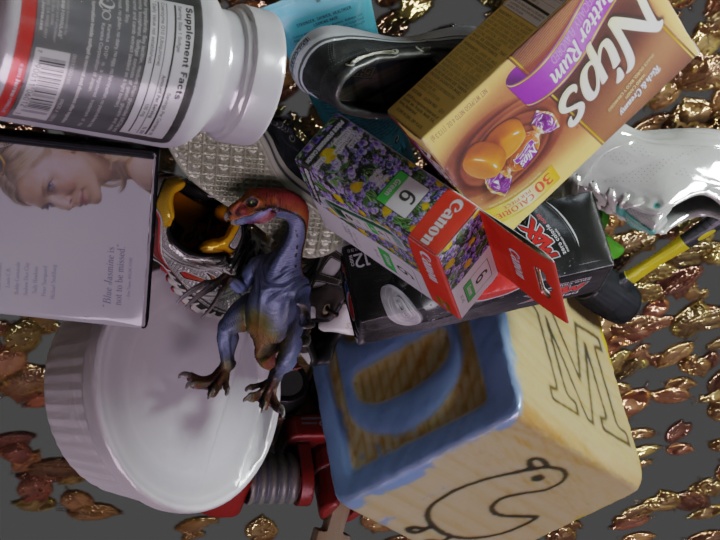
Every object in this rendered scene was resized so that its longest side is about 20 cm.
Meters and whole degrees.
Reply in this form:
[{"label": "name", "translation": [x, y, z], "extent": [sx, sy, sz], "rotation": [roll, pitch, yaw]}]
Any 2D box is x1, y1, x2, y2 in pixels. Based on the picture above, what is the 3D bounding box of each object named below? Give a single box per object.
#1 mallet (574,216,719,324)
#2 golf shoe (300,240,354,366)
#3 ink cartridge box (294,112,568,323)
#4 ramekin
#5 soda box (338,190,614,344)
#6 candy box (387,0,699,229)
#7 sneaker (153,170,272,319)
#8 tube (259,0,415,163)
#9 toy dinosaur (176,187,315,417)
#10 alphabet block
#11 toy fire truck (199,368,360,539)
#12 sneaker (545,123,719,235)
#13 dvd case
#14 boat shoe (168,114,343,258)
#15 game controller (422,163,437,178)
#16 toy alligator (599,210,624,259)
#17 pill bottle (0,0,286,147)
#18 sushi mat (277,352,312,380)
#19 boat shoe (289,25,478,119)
[{"label": "mallet", "translation": [0.277, -0.017, 1.670], "extent": [0.200, 0.041, 0.066], "rotation": [-30, 140, 19]}, {"label": "golf shoe", "translation": [0.000, 0.000, 1.558], "extent": [0.078, 0.095, 0.200], "rotation": [3, 144, -31]}, {"label": "ink cartridge box", "translation": [0.051, -0.021, 1.374], "extent": [0.050, 0.200, 0.109], "rotation": [-49, 155, -12]}, {"label": "ramekin", "translation": [-0.165, 0.094, 1.569], "extent": [0.094, 0.203, 0.202], "rotation": [-5, 157, 43]}, {"label": "soda box", "translation": [0.087, -0.001, 1.483], "extent": [0.199, 0.064, 0.071], "rotation": [-13, 164, -6]}, {"label": "candy box", "translation": [0.129, -0.131, 1.355], "extent": [0.200, 0.056, 0.117], "rotation": [-42, 128, -3]}, {"label": "sneaker", "translation": [-0.115, -0.015, 1.498], "extent": [0.082, 0.078, 0.200], "rotation": [2, 160, 39]}, {"label": "tube", "translation": [-0.008, -0.133, 1.416], "extent": [0.077, 0.050, 0.200], "rotation": [-23, 140, 0]}, {"label": "toy dinosaur", "translation": [-0.078, 0.014, 1.483], "extent": [0.105, 0.200, 0.182], "rotation": [19, 106, 0]}, {"label": "alphabet block", "translation": [0.095, 0.110, 1.657], "extent": [0.195, 0.197, 0.200], "rotation": [-29, 142, 27]}, {"label": "toy fire truck", "translation": [-0.076, 0.195, 1.700], "extent": [0.175, 0.200, 0.129], "rotation": [1, 142, -18]}, {"label": "sneaker", "translation": [0.208, -0.065, 1.531], "extent": [0.199, 0.089, 0.075], "rotation": [-2, 147, -2]}, {"label": "dvd case", "translation": [-0.249, -0.034, 1.417], "extent": [0.199, 0.018, 0.143], "rotation": [6, 114, -1]}, {"label": "boat shoe", "translation": [-0.080, -0.086, 1.449], "extent": [0.074, 0.062, 0.200], "rotation": [-26, 133, 26]}, {"label": "game controller", "translation": [0.120, -0.094, 1.469], "extent": [0.200, 0.042, 0.104], "rotation": [-38, 159, 16]}, {"label": "toy alligator", "translation": [0.139, -0.036, 1.572], "extent": [0.199, 0.059, 0.054], "rotation": [1, 115, -33]}, {"label": "pill bottle", "translation": [-0.159, -0.144, 1.293], "extent": [0.199, 0.116, 0.116], "rotation": [8, 141, -26]}, {"label": "sushi mat", "translation": [-0.143, 0.097, 1.730], "extent": [0.199, 0.012, 0.096], "rotation": [1, 142, -18]}, {"label": "boat shoe", "translation": [0.042, -0.133, 1.378], "extent": [0.199, 0.057, 0.069], "rotation": [-2, 124, -36]}]
